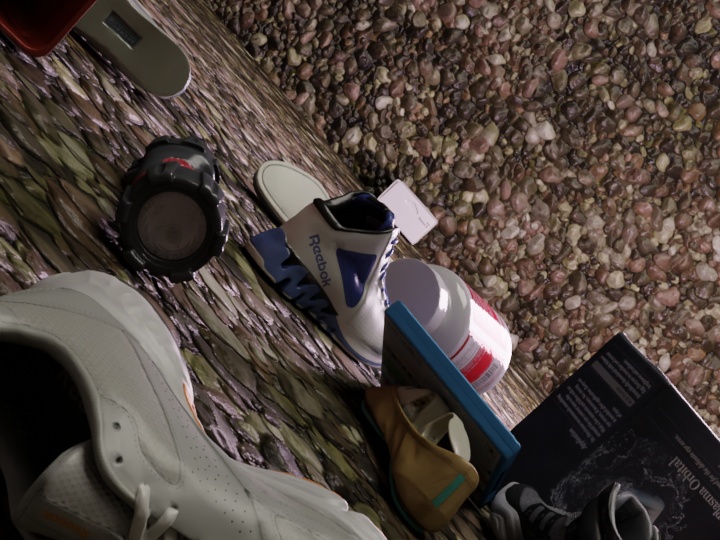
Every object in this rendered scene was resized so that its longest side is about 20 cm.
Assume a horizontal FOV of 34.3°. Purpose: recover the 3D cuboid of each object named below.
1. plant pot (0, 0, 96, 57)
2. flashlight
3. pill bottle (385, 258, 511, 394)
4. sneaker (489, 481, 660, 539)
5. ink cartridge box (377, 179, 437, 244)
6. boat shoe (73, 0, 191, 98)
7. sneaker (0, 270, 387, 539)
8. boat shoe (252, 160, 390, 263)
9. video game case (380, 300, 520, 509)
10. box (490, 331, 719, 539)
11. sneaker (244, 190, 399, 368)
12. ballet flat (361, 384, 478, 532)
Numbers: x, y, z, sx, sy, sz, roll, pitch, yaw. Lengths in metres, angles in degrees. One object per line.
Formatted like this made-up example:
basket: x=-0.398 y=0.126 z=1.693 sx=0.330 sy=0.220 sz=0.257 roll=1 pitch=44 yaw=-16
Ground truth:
plant pot: x=-0.257 y=-0.308 z=0.846 sx=0.200 sy=0.200 sz=0.176 roll=44 pitch=-4 yaw=-33
flashlight: x=-0.116 y=-0.049 z=0.752 sx=0.068 sy=0.068 sz=0.200 roll=45 pitch=7 yaw=-14
pill bottle: x=0.083 y=0.061 z=1.261 sx=0.113 sy=0.112 sz=0.200 roll=52 pitch=7 yaw=32
sneaker: x=0.174 y=0.210 z=0.934 sx=0.076 sy=0.114 sz=0.200 roll=46 pitch=10 yaw=-16
ink cartridge box: x=0.117 y=-0.147 z=2.922 sx=0.146 sy=0.084 sz=0.200 roll=48 pitch=6 yaw=2
boat shoe: x=-0.242 y=-0.239 z=1.098 sx=0.201 sy=0.070 sz=0.071 roll=47 pitch=-11 yaw=-15
sneaker: x=-0.061 y=0.083 z=0.363 sx=0.200 sy=0.076 sz=0.092 roll=42 pitch=12 yaw=12
boat shoe: x=-0.054 y=-0.047 z=1.313 sx=0.199 sy=0.073 sz=0.061 roll=37 pitch=-33 yaw=-29
video game case: x=0.066 y=0.115 z=0.945 sx=0.143 sy=0.018 sz=0.200 roll=50 pitch=-14 yaw=17
box: x=0.250 y=0.207 z=1.116 sx=0.197 sy=0.200 sz=0.118 roll=45 pitch=6 yaw=-24
sneaker: x=0.000 y=0.000 z=1.040 sx=0.199 sy=0.115 sz=0.081 roll=43 pitch=9 yaw=-43
ballet flat: x=0.047 y=0.124 z=0.853 sx=0.069 sy=0.063 sz=0.200 roll=46 pitch=6 yaw=-19
